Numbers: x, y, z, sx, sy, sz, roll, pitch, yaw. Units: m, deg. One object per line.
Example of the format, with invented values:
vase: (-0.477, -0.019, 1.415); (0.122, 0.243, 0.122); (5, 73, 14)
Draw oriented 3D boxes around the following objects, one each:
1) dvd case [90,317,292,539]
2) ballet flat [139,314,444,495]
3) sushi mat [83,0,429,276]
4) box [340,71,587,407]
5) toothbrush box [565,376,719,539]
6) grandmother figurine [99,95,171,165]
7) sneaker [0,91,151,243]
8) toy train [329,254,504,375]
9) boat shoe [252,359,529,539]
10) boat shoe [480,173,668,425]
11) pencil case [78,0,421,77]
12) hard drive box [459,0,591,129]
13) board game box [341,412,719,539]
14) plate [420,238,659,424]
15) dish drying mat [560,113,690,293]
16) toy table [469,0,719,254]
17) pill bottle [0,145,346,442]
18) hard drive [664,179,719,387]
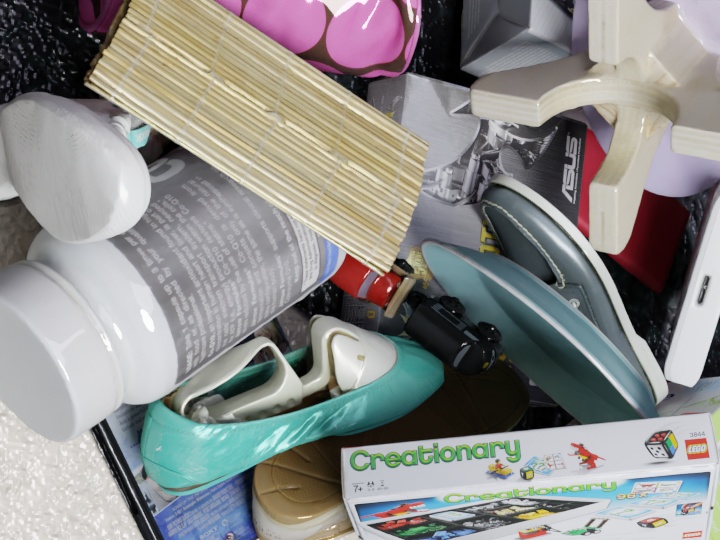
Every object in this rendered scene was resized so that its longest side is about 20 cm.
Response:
dvd case: (-0.101, 0.071, 0.988); (0.143, 0.018, 0.200); (-30, 101, -34)
ballet flat: (-0.035, 0.066, 0.946); (0.200, 0.067, 0.070); (-20, 127, -24)
sushi mat: (-0.051, -0.084, 0.898); (0.200, 0.012, 0.096); (32, 53, -18)
box: (0.070, -0.017, 1.092); (0.158, 0.048, 0.200); (12, 81, -34)
toothbrush box: (0.173, 0.157, 1.089); (0.200, 0.146, 0.086); (-32, 101, -34)
grandmother figurine: (-0.088, -0.126, 1.006); (0.200, 0.061, 0.121); (-40, 93, -35)
sneaker: (-0.144, -0.066, 0.864); (0.088, 0.200, 0.075); (-15, 108, -30)
toy train: (0.000, 0.000, 1.003); (0.200, 0.034, 0.046); (36, 25, 13)
boat shoe: (0.015, 0.113, 1.012); (0.200, 0.069, 0.074); (-21, 61, -29)
boat shoe: (0.129, 0.027, 1.059); (0.062, 0.073, 0.200); (-41, 114, -14)
pencil case: (-0.063, -0.169, 0.950); (0.200, 0.094, 0.091); (3, 71, -15)
hard drive box: (0.173, -0.189, 1.176); (0.200, 0.077, 0.156); (19, 63, -32)
board game box: (0.096, 0.128, 0.918); (0.200, 0.126, 0.035); (-6, 60, 5)
plate: (0.116, 0.044, 0.973); (0.026, 0.200, 0.200); (-47, 111, -8)
dish drying mat: (0.163, -0.068, 1.198); (0.200, 0.018, 0.077); (37, 62, -26)
toy table: (0.175, -0.113, 1.014); (0.117, 0.184, 0.200); (-46, 128, -43)
pill bottle: (-0.112, 0.003, 0.908); (0.200, 0.114, 0.114); (-35, 103, -34)
hard drive: (0.247, -0.014, 1.140); (0.200, 0.027, 0.132); (-47, 152, -68)
